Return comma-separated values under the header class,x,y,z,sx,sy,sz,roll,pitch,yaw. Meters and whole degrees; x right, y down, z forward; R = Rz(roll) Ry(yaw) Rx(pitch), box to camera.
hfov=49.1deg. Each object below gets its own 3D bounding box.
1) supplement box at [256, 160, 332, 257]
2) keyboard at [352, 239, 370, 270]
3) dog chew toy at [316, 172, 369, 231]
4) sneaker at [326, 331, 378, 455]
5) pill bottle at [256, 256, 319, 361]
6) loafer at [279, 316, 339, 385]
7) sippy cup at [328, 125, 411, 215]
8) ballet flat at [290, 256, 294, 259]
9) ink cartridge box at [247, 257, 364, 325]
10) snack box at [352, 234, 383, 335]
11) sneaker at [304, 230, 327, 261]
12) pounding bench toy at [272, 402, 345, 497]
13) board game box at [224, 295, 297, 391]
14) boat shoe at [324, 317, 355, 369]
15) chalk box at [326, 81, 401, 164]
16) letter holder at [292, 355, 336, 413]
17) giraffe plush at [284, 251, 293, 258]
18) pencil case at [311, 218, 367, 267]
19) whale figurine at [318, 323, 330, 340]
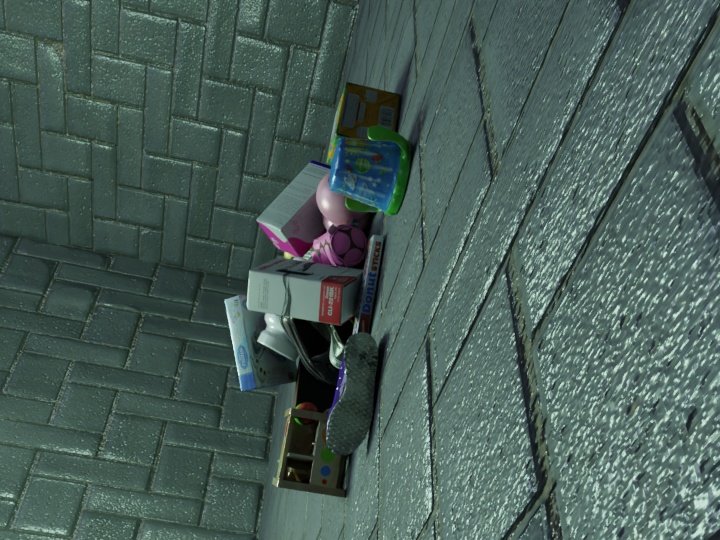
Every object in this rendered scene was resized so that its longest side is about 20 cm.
class,x,y,z,sx,sy,sz,roll,pitch,yaw
supplement box,-0.123,-0.140,1.801,0.200,0.103,0.101,-49,-46,-19
keyboard,0.000,0.000,1.676,0.200,0.020,0.128,142,139,-80
dog chew toy,-0.033,-0.128,1.739,0.201,0.123,0.125,87,-175,-50
sneaker,-0.009,0.207,1.319,0.100,0.069,0.202,107,177,-82
pill bottle,-0.136,0.083,1.689,0.201,0.115,0.116,-63,5,-9
loafer,-0.092,0.159,1.610,0.072,0.201,0.063,-41,13,-17
sippy cup,0.013,-0.179,1.416,0.140,0.129,0.179,-102,24,-69
ballet flat,-0.142,0.070,1.857,0.073,0.072,0.202,-128,17,-80
ink cartridge box,-0.104,0.038,1.544,0.144,0.198,0.085,-31,-54,-68
snack box,0.014,0.037,1.503,0.072,0.024,0.202,139,142,-79
sneaker,-0.064,-0.083,1.853,0.074,0.087,0.200,16,60,49
pounding bench toy,-0.092,0.336,1.497,0.200,0.123,0.158,128,152,-74
board game box,-0.216,0.159,1.754,0.200,0.043,0.201,9,-112,-67
boat shoe,-0.032,0.111,1.600,0.201,0.070,0.064,-102,23,-52
chalk box,0.000,-0.290,1.683,0.200,0.123,0.126,125,156,-71
letter holder,-0.096,0.283,1.700,0.201,0.099,0.143,-87,9,-45
giraffe plush,-0.090,0.024,1.943,0.199,0.171,0.164,30,125,46
pencil case,-0.050,-0.047,1.658,0.091,0.093,0.200,-62,11,-15
whale figurine,-0.113,0.097,1.797,0.159,0.200,0.104,-43,-19,-1
